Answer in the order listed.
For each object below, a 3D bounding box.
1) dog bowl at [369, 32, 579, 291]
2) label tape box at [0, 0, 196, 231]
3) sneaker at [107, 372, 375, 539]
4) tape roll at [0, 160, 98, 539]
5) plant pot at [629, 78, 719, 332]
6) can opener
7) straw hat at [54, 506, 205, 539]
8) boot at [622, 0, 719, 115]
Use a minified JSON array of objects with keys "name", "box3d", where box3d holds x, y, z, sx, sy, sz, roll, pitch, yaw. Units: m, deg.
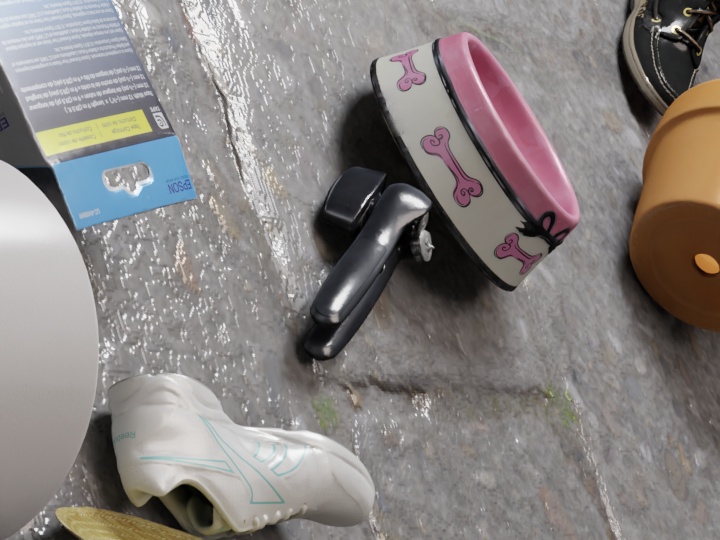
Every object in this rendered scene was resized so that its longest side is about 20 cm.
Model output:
[{"name":"dog bowl","box3d":[0.090,-0.088,1.938,0.200,0.074,0.200,55,13,-19]},{"name":"label tape box","box3d":[-0.193,-0.113,1.573,0.143,0.066,0.200,-21,86,-60]},{"name":"sneaker","box3d":[-0.072,0.129,1.561,0.200,0.070,0.080,24,52,-38]},{"name":"tape roll","box3d":[-0.241,0.038,1.225,0.139,0.203,0.203,3,63,-56]},{"name":"plant pot","box3d":[0.314,-0.043,2.207,0.200,0.200,0.140,53,46,-15]},{"name":"can opener","box3d":[0.000,0.000,1.801,0.200,0.079,0.063,-66,161,-52]},{"name":"straw hat","box3d":[-0.087,0.204,1.437,0.201,0.201,0.085,17,94,-52]},{"name":"boot","box3d":[0.321,-0.238,2.389,0.073,0.151,0.200,46,33,-25]}]
